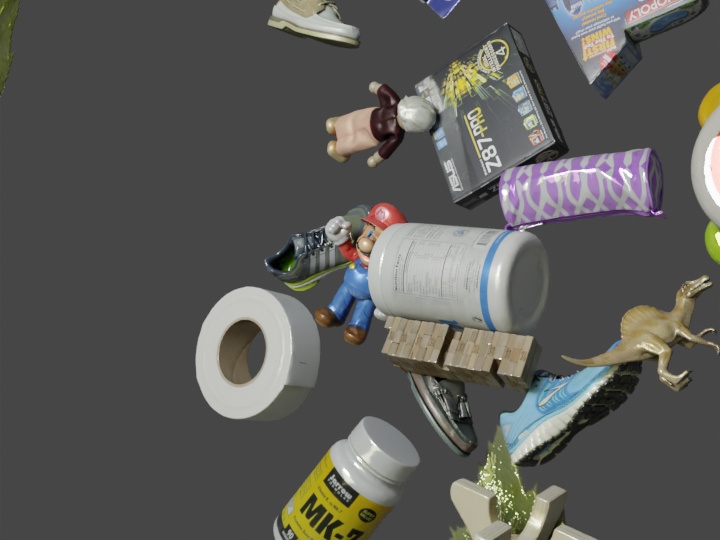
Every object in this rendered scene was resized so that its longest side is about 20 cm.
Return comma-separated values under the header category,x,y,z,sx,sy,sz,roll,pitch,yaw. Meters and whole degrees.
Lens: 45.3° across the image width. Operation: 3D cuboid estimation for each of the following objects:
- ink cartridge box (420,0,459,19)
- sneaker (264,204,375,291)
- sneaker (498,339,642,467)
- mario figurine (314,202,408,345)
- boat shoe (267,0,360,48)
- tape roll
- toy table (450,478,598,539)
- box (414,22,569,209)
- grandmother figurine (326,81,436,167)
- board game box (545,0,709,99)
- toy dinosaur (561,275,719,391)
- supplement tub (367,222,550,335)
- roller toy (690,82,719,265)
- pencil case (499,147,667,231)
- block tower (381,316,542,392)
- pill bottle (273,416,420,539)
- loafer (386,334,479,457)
category,x,y,z,sx,sy,sz,roll,pitch,yaw
ink cartridge box,0.123,-0.505,1.271,0.200,0.041,0.200,-49,56,18
sneaker,-0.056,-0.034,1.270,0.200,0.081,0.074,-35,61,25
sneaker,0.237,0.142,1.015,0.200,0.078,0.090,-43,52,19
mario figurine,0.000,0.000,1.192,0.106,0.123,0.200,-111,41,-69
boat shoe,-0.071,-0.402,1.371,0.200,0.075,0.068,27,102,38
tape roll,-0.157,0.128,1.316,0.202,0.071,0.203,-10,73,35
toy table,0.172,0.321,0.969,0.200,0.184,0.117,13,103,26
box,0.172,-0.206,1.161,0.161,0.049,0.200,-31,62,32
grandmother figurine,0.030,-0.211,1.236,0.200,0.061,0.121,-2,99,50
board game box,0.323,-0.327,1.068,0.200,0.062,0.200,-17,70,33
toy dinosaur,0.322,0.085,0.951,0.200,0.058,0.101,-30,60,-15
supplement tub,0.125,0.009,1.094,0.200,0.132,0.132,6,83,39
roller toy,0.440,-0.103,0.878,0.182,0.140,0.200,-1,78,36
pencil case,0.263,-0.094,1.043,0.200,0.084,0.086,-7,67,35
block tower,0.120,0.103,1.062,0.200,0.054,0.058,8,65,35
pill bottle,-0.017,0.298,1.143,0.114,0.114,0.200,46,107,34
loafer,0.102,0.145,1.121,0.063,0.072,0.200,-41,56,15
